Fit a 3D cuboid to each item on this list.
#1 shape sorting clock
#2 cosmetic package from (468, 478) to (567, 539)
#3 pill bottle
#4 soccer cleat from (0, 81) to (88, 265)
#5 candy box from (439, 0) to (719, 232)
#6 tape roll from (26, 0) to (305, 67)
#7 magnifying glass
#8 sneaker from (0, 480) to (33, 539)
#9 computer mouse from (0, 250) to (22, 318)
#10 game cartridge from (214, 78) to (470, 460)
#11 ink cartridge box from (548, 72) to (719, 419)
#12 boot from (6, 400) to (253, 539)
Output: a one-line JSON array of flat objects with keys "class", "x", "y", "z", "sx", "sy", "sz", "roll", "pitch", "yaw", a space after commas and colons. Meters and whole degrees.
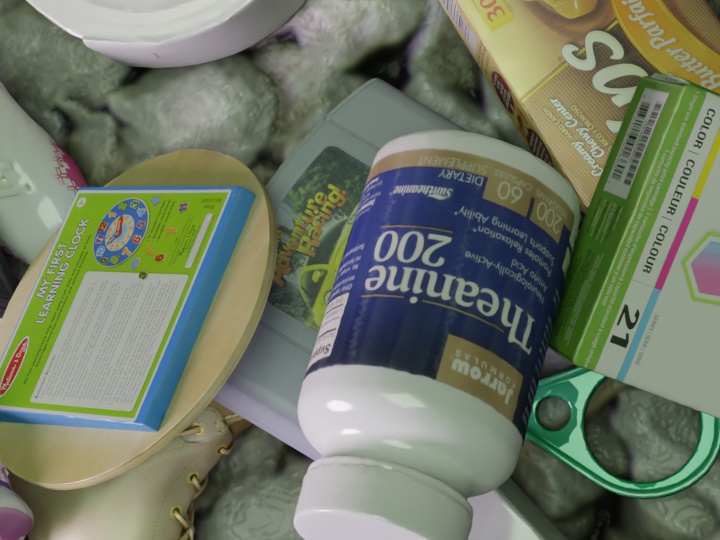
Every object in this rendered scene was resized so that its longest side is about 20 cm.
[{"class": "shape sorting clock", "x": -0.122, "y": 0.024, "z": 1.067, "sx": 0.199, "sy": 0.039, "sz": 0.201, "roll": -21, "pitch": 49, "yaw": 26}, {"class": "cosmetic package", "x": 0.094, "y": 0.203, "z": 1.075, "sx": 0.101, "sy": 0.071, "sz": 0.200, "roll": -45, "pitch": 78, "yaw": 6}, {"class": "pill bottle", "x": 0.033, "y": 0.042, "z": 0.994, "sx": 0.111, "sy": 0.111, "sz": 0.201, "roll": 11, "pitch": 66, "yaw": 12}, {"class": "soccer cleat", "x": -0.226, "y": -0.082, "z": 1.155, "sx": 0.070, "sy": 0.086, "sz": 0.200, "roll": -39, "pitch": 80, "yaw": 7}, {"class": "candy box", "x": 0.131, "y": -0.114, "z": 1.089, "sx": 0.115, "sy": 0.055, "sz": 0.200, "roll": -30, "pitch": 81, "yaw": -4}, {"class": "tape roll", "x": -0.111, "y": -0.218, "z": 1.150, "sx": 0.202, "sy": 0.071, "sz": 0.203, "roll": -1, "pitch": 86, "yaw": 11}, {"class": "magnifying glass", "x": 0.097, "y": 0.076, "z": 1.109, "sx": 0.199, "sy": 0.022, "sz": 0.080, "roll": 7, "pitch": 87, "yaw": 13}, {"class": "sneaker", "x": -0.238, "y": 0.139, "z": 1.111, "sx": 0.080, "sy": 0.200, "sz": 0.089, "roll": -14, "pitch": 66, "yaw": -33}, {"class": "computer mouse", "x": -0.273, "y": -0.051, "z": 1.157, "sx": 0.046, "sy": 0.140, "sz": 0.200, "roll": -37, "pitch": 114, "yaw": -24}, {"class": "game cartridge", "x": 0.000, "y": 0.000, "z": 1.087, "sx": 0.133, "sy": 0.041, "sz": 0.200, "roll": 29, "pitch": 71, "yaw": 6}, {"class": "ink cartridge box", "x": 0.212, "y": 0.006, "z": 1.021, "sx": 0.199, "sy": 0.076, "sz": 0.148, "roll": 20, "pitch": 95, "yaw": -11}, {"class": "boot", "x": -0.096, "y": 0.128, "z": 1.121, "sx": 0.199, "sy": 0.073, "sz": 0.156, "roll": -10, "pitch": 88, "yaw": 5}]
